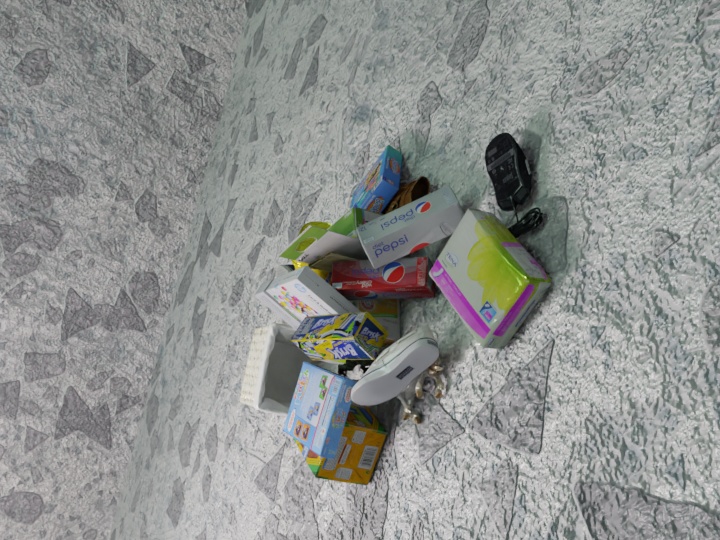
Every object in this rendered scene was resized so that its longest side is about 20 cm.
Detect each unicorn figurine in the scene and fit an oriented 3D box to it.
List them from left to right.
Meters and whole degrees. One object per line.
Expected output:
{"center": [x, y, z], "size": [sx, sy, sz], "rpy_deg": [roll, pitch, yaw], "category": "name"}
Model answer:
{"center": [0.089, 0.216, 1.411], "size": [0.200, 0.074, 0.137], "rpy_deg": [-42, 37, 22], "category": "unicorn figurine"}

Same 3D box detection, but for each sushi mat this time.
{"center": [0.000, 0.000, 1.543], "size": [0.096, 0.200, 0.012], "rpy_deg": [-30, 52, 53], "category": "sushi mat"}

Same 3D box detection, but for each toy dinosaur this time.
{"center": [-0.013, 0.191, 1.553], "size": [0.088, 0.200, 0.047], "rpy_deg": [84, -159, -48], "category": "toy dinosaur"}

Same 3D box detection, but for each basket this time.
{"center": [-0.156, 0.238, 1.723], "size": [0.161, 0.198, 0.200], "rpy_deg": [-16, 62, 64], "category": "basket"}

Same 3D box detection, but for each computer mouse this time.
{"center": [0.252, -0.132, 1.308], "size": [0.140, 0.046, 0.200], "rpy_deg": [-41, 52, 43], "category": "computer mouse"}

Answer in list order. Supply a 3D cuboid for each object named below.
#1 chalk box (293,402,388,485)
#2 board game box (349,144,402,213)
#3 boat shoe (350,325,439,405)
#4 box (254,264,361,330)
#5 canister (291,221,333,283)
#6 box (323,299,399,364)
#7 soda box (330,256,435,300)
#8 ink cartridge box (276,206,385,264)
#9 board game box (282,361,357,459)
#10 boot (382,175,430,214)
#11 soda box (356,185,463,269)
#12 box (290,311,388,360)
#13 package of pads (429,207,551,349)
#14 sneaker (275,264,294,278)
{"center": [-0.052, 0.333, 1.543], "size": [0.200, 0.124, 0.125], "rpy_deg": [36, 107, 62], "category": "chalk box"}
{"center": [0.032, -0.179, 1.676], "size": [0.152, 0.045, 0.200], "rpy_deg": [-52, 15, 29], "category": "board game box"}
{"center": [0.058, 0.172, 1.357], "size": [0.200, 0.072, 0.066], "rpy_deg": [-45, 30, 27], "category": "boat shoe"}
{"center": [-0.109, 0.069, 1.518], "size": [0.200, 0.156, 0.041], "rpy_deg": [-20, 34, 54], "category": "box"}
{"center": [-0.103, 0.007, 1.752], "size": [0.149, 0.086, 0.200], "rpy_deg": [-73, -14, -48], "category": "canister"}
{"center": [-0.014, 0.124, 1.600], "size": [0.200, 0.112, 0.102], "rpy_deg": [-36, 45, 49], "category": "box"}
{"center": [0.045, 0.018, 1.470], "size": [0.200, 0.070, 0.064], "rpy_deg": [-2, 67, 19], "category": "soda box"}
{"center": [-0.049, -0.068, 1.517], "size": [0.148, 0.200, 0.076], "rpy_deg": [-36, 49, 48], "category": "ink cartridge box"}
{"center": [-0.084, 0.270, 1.467], "size": [0.200, 0.037, 0.151], "rpy_deg": [7, 78, 63], "category": "board game box"}
{"center": [0.082, -0.097, 1.572], "size": [0.155, 0.074, 0.200], "rpy_deg": [-29, 47, 60], "category": "boot"}
{"center": [0.098, -0.082, 1.427], "size": [0.200, 0.068, 0.063], "rpy_deg": [-24, 40, 4], "category": "soda box"}
{"center": [-0.042, 0.129, 1.440], "size": [0.200, 0.070, 0.064], "rpy_deg": [-8, 44, 50], "category": "box"}
{"center": [0.211, 0.008, 1.241], "size": [0.155, 0.068, 0.200], "rpy_deg": [-61, 42, 28], "category": "package of pads"}
{"center": [-0.136, 0.052, 1.930], "size": [0.200, 0.079, 0.078], "rpy_deg": [50, 130, 30], "category": "sneaker"}
